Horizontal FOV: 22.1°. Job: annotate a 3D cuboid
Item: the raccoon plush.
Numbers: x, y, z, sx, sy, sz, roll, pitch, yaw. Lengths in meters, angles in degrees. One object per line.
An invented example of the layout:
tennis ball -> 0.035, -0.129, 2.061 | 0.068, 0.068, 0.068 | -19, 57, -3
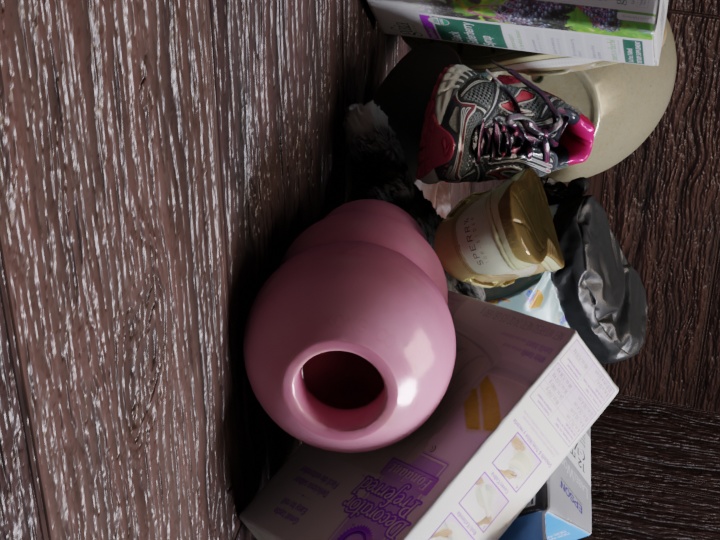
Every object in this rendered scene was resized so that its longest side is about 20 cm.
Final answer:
raccoon plush -> 0.000, 0.000, 1.271 | 0.097, 0.134, 0.201 | 5, 62, -64

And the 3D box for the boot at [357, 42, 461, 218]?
boot -> 0.046, -0.073, 1.394 | 0.187, 0.064, 0.200 | -69, 167, 5

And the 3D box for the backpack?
backpack -> 0.117, 0.023, 1.507 | 0.167, 0.199, 0.127 | 61, 32, -33

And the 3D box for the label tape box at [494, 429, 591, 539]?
label tape box -> 0.069, 0.145, 1.161 | 0.066, 0.143, 0.200 | 51, 28, -33

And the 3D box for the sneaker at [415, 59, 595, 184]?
sneaker -> 0.099, -0.099, 1.268 | 0.200, 0.074, 0.081 | -21, 127, -60

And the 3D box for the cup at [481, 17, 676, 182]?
cup -> 0.156, -0.154, 1.530 | 0.143, 0.199, 0.201 | -58, 155, -64

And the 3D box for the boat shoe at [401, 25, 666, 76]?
boat shoe -> 0.126, -0.173, 1.351 | 0.068, 0.199, 0.075 | 30, 68, -59

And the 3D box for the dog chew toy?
dog chew toy -> -0.001, 0.022, 1.114 | 0.200, 0.124, 0.125 | -78, 172, -62

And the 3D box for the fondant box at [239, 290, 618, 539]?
fondant box -> 0.040, 0.111, 1.116 | 0.200, 0.144, 0.058 | -49, 121, -15

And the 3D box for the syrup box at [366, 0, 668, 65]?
syrup box -> 0.109, -0.198, 1.255 | 0.079, 0.199, 0.082 | 49, 49, -75

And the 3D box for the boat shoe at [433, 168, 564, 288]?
boat shoe -> 0.092, -0.026, 1.231 | 0.200, 0.066, 0.074 | 4, 68, -76
